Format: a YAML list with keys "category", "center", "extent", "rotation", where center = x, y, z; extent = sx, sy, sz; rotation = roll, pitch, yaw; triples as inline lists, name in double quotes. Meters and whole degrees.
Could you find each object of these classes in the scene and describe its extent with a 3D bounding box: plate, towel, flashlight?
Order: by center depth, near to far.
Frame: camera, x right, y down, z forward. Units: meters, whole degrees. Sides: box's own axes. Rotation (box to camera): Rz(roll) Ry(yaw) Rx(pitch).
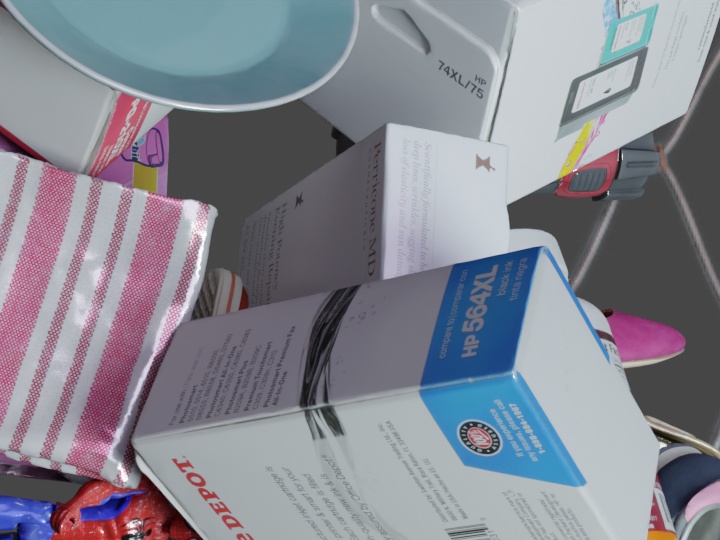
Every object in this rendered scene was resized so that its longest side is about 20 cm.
- category: "towel"
  center: [-0.182, 0.012, 0.862]
  extent: [0.200, 0.030, 0.147]
  rotation: [15, 83, -3]
- category: "plate"
  center: [-0.096, -0.149, 0.880]
  extent: [0.200, 0.026, 0.200]
  rotation: [15, 49, -18]
- category: "flashlight"
  center: [0.081, -0.073, 1.086]
  extent: [0.200, 0.068, 0.068]
  rotation: [-2, 87, -21]

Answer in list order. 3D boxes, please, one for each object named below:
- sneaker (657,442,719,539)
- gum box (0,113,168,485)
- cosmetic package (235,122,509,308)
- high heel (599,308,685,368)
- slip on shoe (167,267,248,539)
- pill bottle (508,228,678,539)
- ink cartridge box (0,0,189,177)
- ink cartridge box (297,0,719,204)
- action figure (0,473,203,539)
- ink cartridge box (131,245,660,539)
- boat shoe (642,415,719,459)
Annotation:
- category: "sneaker"
  center: [0.175, 0.203, 1.014]
  extent: [0.070, 0.082, 0.200]
  rotation: [8, 97, -27]
- category: "gum box"
  center: [-0.166, 0.014, 0.938]
  extent: [0.113, 0.066, 0.200]
  rotation: [7, 74, -23]
- category: "cosmetic package"
  center: [0.000, 0.000, 0.946]
  extent: [0.074, 0.200, 0.102]
  rotation: [9, 72, -22]
- category: "high heel"
  center: [0.102, 0.012, 1.069]
  extent: [0.200, 0.067, 0.096]
  rotation: [1, 85, -12]
- category: "slip on shoe"
  center: [-0.076, 0.099, 0.959]
  extent: [0.061, 0.074, 0.200]
  rotation: [6, 80, -29]
- category: "pill bottle"
  center: [0.091, 0.086, 0.952]
  extent: [0.113, 0.113, 0.200]
  rotation: [-4, 66, -26]
- category: "ink cartridge box"
  center: [-0.136, -0.158, 0.944]
  extent: [0.145, 0.084, 0.200]
  rotation: [37, 46, 5]
- category: "ink cartridge box"
  center: [0.089, -0.150, 1.017]
  extent: [0.200, 0.146, 0.147]
  rotation: [-26, 52, -36]
- category: "action figure"
  center: [-0.162, 0.137, 0.864]
  extent: [0.200, 0.099, 0.065]
  rotation: [-3, 106, -13]
- category: "ink cartridge box"
  center: [0.018, 0.081, 0.835]
  extent: [0.146, 0.200, 0.084]
  rotation: [57, 36, -35]
- category: "boat shoe"
  center: [0.125, 0.099, 1.056]
  extent: [0.200, 0.065, 0.071]
  rotation: [13, 71, -22]
